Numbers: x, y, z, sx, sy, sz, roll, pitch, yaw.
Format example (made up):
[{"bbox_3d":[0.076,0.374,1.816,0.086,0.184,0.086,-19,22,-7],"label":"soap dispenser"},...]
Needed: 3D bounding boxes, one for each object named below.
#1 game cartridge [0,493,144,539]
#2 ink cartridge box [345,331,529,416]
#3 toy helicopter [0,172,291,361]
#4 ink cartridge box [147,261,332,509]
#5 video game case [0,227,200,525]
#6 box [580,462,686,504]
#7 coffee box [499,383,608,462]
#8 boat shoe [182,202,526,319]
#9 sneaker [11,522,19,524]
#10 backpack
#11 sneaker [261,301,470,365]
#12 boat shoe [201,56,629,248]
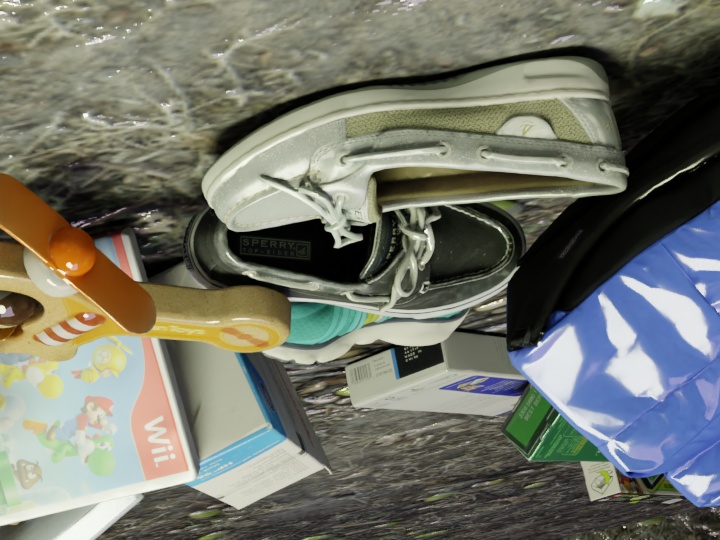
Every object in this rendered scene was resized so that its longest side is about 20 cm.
[{"bbox_3d":[-0.184,0.130,0.982,0.133,0.040,0.200,-44,-166,2],"label":"game cartridge"},{"bbox_3d":[0.088,0.086,1.256,0.099,0.039,0.200,-24,158,34],"label":"ink cartridge box"},{"bbox_3d":[-0.129,0.012,0.755,0.199,0.079,0.132,6,151,-16],"label":"toy helicopter"},{"bbox_3d":[-0.084,0.079,0.962,0.068,0.116,0.200,-27,162,2],"label":"ink cartridge box"},{"bbox_3d":[-0.201,0.068,0.835,0.199,0.144,0.017,-14,-169,4],"label":"video game case"},{"bbox_3d":[0.276,0.180,1.565,0.035,0.111,0.200,-22,161,28],"label":"box"},{"bbox_3d":[0.211,0.102,1.287,0.200,0.044,0.123,8,119,-50],"label":"coffee box"},{"bbox_3d":[0.009,-0.016,0.815,0.199,0.074,0.068,6,171,-24],"label":"boat shoe"},{"bbox_3d":[-0.215,0.076,0.961,0.071,0.113,0.200,31,178,-23],"label":"sneaker"},{"bbox_3d":[0.191,0.001,0.777,0.200,0.168,0.163,-44,-167,15],"label":"backpack"},{"bbox_3d":[0.000,0.000,0.890,0.199,0.078,0.080,-7,151,-42],"label":"sneaker"},{"bbox_3d":[0.025,-0.048,0.733,0.201,0.065,0.074,-12,163,-2],"label":"boat shoe"}]
